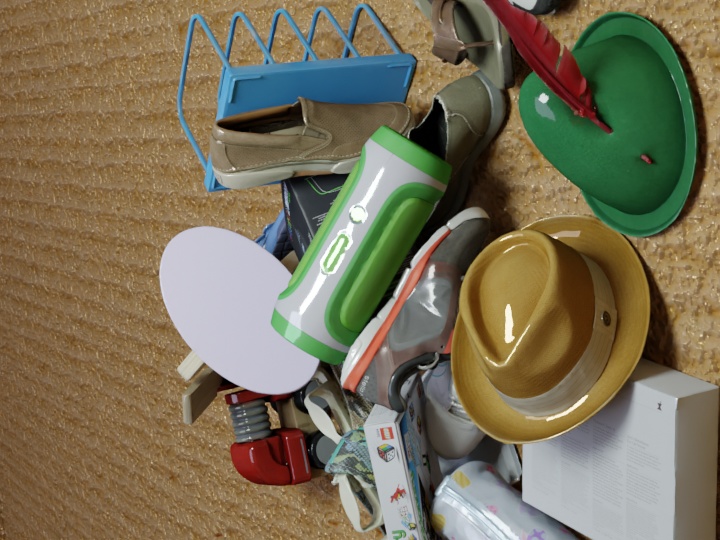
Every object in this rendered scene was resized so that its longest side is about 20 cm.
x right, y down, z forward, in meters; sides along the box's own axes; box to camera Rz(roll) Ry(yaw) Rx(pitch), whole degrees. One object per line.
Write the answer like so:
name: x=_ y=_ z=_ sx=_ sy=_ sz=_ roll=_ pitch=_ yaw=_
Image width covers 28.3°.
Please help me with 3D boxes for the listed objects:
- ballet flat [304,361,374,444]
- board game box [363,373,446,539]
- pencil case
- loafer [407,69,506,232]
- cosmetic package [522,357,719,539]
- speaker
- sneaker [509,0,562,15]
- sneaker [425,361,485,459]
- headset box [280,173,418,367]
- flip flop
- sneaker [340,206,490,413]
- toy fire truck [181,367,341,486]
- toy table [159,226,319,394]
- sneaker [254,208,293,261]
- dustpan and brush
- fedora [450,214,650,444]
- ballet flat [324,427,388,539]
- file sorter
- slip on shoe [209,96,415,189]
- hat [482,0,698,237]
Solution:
ballet flat: x=-0.032 y=0.127 z=1.583 sx=0.202 sy=0.074 sz=0.068 roll=63 pitch=152 yaw=28
board game box: x=0.050 y=0.212 z=1.341 sx=0.126 sy=0.034 sz=0.203 roll=-51 pitch=-49 yaw=-70
pencil case: x=0.147 y=0.253 z=1.266 sx=0.200 sy=0.090 sz=0.084 roll=39 pitch=107 yaw=43
loafer: x=0.066 y=-0.109 z=1.330 sx=0.076 sy=0.069 sz=0.201 roll=61 pitch=147 yaw=29
cosmetic package: x=0.208 y=0.146 z=1.177 sx=0.199 sy=0.051 sz=0.153 roll=22 pitch=119 yaw=58
speaker: x=0.000 y=-0.022 z=1.254 sx=0.088 sy=0.088 sz=0.202 roll=38 pitch=100 yaw=50
sneaker: x=0.099 y=-0.272 z=1.207 sx=0.200 sy=0.079 sz=0.075 roll=48 pitch=137 yaw=41
sneaker: x=0.099 y=0.098 z=1.291 sx=0.070 sy=0.080 sz=0.202 roll=22 pitch=122 yaw=5
headset box: x=0.000 y=0.000 z=1.411 sx=0.175 sy=0.092 sz=0.202 roll=91 pitch=157 yaw=-67
flip flop: x=0.080 y=-0.215 z=1.256 sx=0.200 sy=0.057 sz=0.082 roll=52 pitch=158 yaw=47
sneaker: x=0.067 y=0.040 z=1.262 sx=0.081 sy=0.201 sz=0.077 roll=34 pitch=174 yaw=14
toy fire truck: x=-0.126 y=0.166 z=1.639 sx=0.128 sy=0.198 sz=0.179 roll=-11 pitch=90 yaw=62
toy table: x=-0.126 y=0.047 z=1.513 sx=0.201 sy=0.183 sz=0.117 roll=56 pitch=175 yaw=4
sneaker: x=-0.090 y=-0.022 z=1.644 sx=0.083 sy=0.073 sz=0.201 roll=64 pitch=146 yaw=36
dustpan and brush: x=0.071 y=0.174 z=1.427 sx=0.200 sy=0.057 sz=0.141 roll=-43 pitch=62 yaw=58
fedora: x=0.135 y=0.035 z=1.148 sx=0.199 sy=0.082 sz=0.203 roll=-21 pitch=54 yaw=31
ballet flat: x=0.026 y=0.254 z=1.449 sx=0.201 sy=0.074 sz=0.074 roll=56 pitch=155 yaw=-14
file sorter: x=-0.071 y=-0.180 z=1.425 sx=0.123 sy=0.197 sz=0.140 roll=57 pitch=145 yaw=38
slip on shoe: x=-0.045 y=-0.132 z=1.335 sx=0.077 sy=0.197 sz=0.061 roll=-107 pitch=8 yaw=-49
hat: x=0.137 y=-0.113 z=1.087 sx=0.165 sy=0.174 sz=0.203 roll=-23 pitch=80 yaw=61
